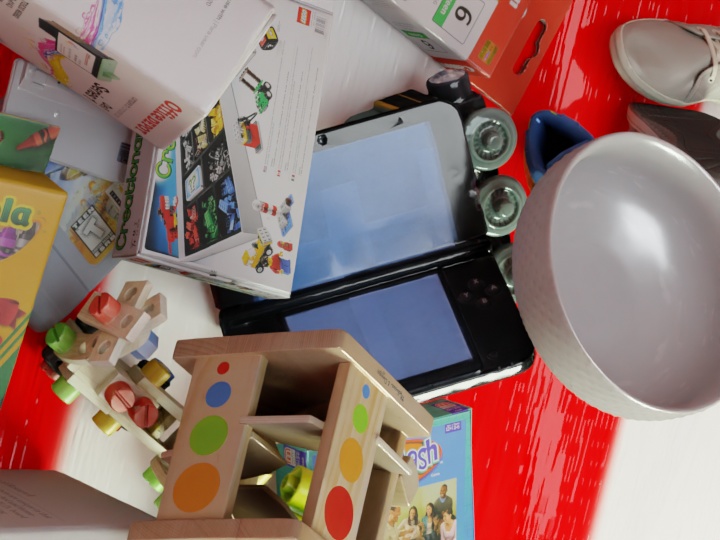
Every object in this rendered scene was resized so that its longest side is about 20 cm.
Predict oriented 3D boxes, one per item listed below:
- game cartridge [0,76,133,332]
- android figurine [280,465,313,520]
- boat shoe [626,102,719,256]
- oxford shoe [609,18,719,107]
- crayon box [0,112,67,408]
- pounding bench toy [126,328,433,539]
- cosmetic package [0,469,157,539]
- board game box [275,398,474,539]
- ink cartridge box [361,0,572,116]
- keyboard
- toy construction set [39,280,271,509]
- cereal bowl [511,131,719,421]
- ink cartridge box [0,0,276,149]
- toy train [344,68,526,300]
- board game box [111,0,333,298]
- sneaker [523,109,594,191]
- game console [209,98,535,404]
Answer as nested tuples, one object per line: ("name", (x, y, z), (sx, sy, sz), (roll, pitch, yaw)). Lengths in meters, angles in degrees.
("game cartridge", (-0.182, -0.073, 1.603), (0.200, 0.042, 0.133), (-48, 127, -19))
("android figurine", (-0.052, 0.232, 1.714), (0.200, 0.041, 0.182), (26, 95, -17))
("boat shoe", (0.242, -0.076, 1.825), (0.074, 0.202, 0.065), (6, 111, -16))
("oxford shoe", (0.272, -0.163, 1.891), (0.200, 0.058, 0.075), (7, 65, -39))
("crayon box", (-0.264, -0.004, 1.515), (0.127, 0.051, 0.200), (12, 103, -30))
("pounding bench toy", (-0.032, 0.154, 1.536), (0.200, 0.124, 0.156), (46, 49, -48))
("cosmetic package", (-0.249, 0.220, 1.530), (0.200, 0.165, 0.165), (4, 97, -36))
("board game box", (0.014, 0.206, 1.795), (0.152, 0.045, 0.200), (-10, 106, -34))
("ink cartridge box", (0.082, -0.203, 1.761), (0.200, 0.050, 0.109), (35, 78, -35))
("keyboard", (-0.148, -0.083, 1.597), (0.200, 0.011, 0.056), (18, 87, -37))
("toy construction set", (-0.141, 0.087, 1.596), (0.092, 0.131, 0.200), (-33, 125, -7))
("cereal bowl", (0.179, 0.010, 1.682), (0.200, 0.083, 0.200), (13, 68, -33))
("ink cartridge box", (-0.167, -0.168, 1.482), (0.200, 0.145, 0.084), (33, 77, -10))
("toy train", (0.057, -0.043, 1.761), (0.114, 0.085, 0.200), (-19, 112, -19))
("board game box", (-0.089, -0.091, 1.611), (0.126, 0.035, 0.200), (17, 77, -37))
("sneaker", (0.165, -0.033, 1.773), (0.076, 0.200, 0.105), (-31, 154, 4))
("game console", (0.000, 0.000, 1.661), (0.200, 0.172, 0.119), (-16, 137, -6))
